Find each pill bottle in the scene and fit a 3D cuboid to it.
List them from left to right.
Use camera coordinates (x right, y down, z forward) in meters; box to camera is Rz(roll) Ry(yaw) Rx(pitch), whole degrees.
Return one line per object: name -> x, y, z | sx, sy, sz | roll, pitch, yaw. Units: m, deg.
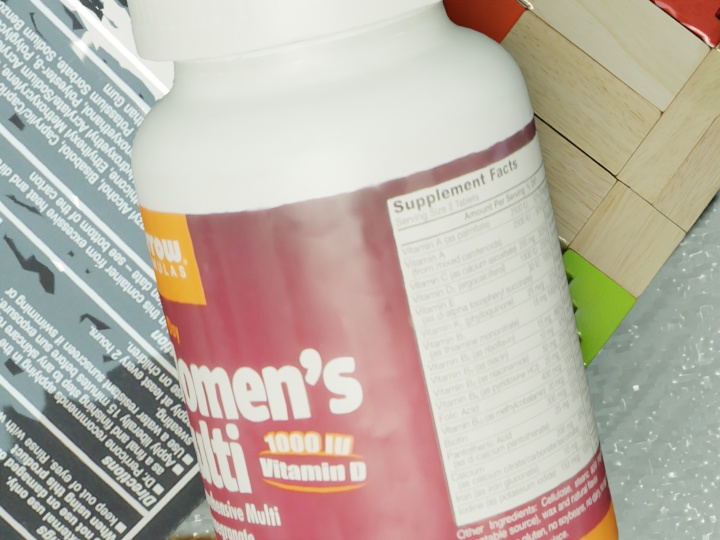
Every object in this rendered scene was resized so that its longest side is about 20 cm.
pill bottle -> 0.000, 0.000, 0.760 | 0.109, 0.110, 0.201 | -11, 103, 9

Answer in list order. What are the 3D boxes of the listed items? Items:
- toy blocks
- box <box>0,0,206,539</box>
toy blocks -> 0.066, -0.084, 0.846 | 0.136, 0.100, 0.200 | 37, 75, 3
box -> -0.110, -0.012, 0.884 | 0.200, 0.123, 0.198 | 44, 102, -5
